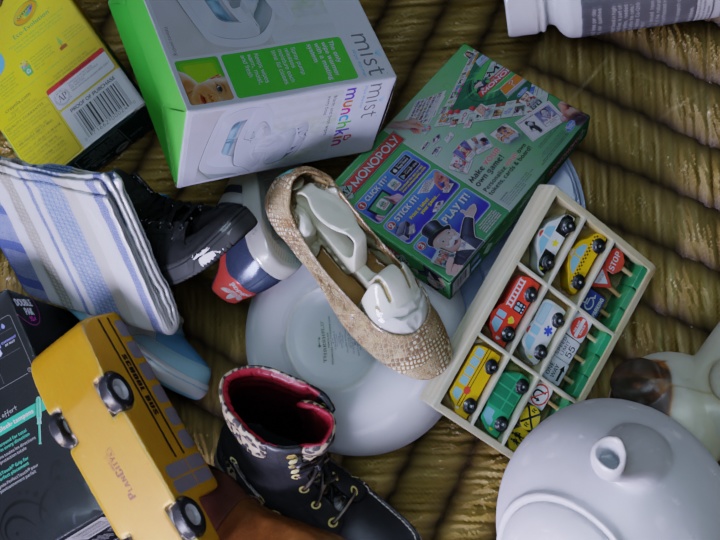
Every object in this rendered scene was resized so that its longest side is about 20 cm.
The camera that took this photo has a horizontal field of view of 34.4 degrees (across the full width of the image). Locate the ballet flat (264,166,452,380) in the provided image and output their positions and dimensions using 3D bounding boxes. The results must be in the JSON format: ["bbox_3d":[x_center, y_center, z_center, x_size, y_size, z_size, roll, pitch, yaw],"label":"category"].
[{"bbox_3d":[0.000,0.000,0.893,0.200,0.065,0.070,46,66,5],"label":"ballet flat"}]

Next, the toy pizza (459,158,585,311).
[{"bbox_3d":[0.095,-0.043,1.007,0.196,0.032,0.204,-2,78,8],"label":"toy pizza"}]

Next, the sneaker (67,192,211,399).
[{"bbox_3d":[-0.181,0.009,1.020,0.199,0.080,0.131,39,88,14],"label":"sneaker"}]

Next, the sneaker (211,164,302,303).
[{"bbox_3d":[-0.098,-0.054,0.993,0.084,0.075,0.202,-36,32,24],"label":"sneaker"}]

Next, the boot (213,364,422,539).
[{"bbox_3d":[-0.035,0.161,0.919,0.198,0.151,0.073,33,60,17],"label":"boot"}]

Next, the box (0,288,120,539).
[{"bbox_3d":[-0.273,0.141,0.970,0.123,0.149,0.202,-30,74,4],"label":"box"}]

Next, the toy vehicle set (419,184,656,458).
[{"bbox_3d":[0.146,0.050,0.945,0.123,0.026,0.202,32,84,-22],"label":"toy vehicle set"}]

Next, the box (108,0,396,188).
[{"bbox_3d":[-0.092,-0.185,0.933,0.174,0.097,0.202,-12,62,-21],"label":"box"}]

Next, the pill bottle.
[{"bbox_3d":[0.218,-0.261,0.990,0.196,0.113,0.115,-8,77,8],"label":"pill bottle"}]

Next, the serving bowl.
[{"bbox_3d":[-0.012,0.055,0.965,0.197,0.066,0.204,-1,87,18],"label":"serving bowl"}]

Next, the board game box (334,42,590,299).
[{"bbox_3d":[0.080,-0.088,0.963,0.134,0.029,0.200,34,67,21],"label":"board game box"}]

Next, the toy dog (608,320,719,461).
[{"bbox_3d":[0.287,0.085,0.894,0.198,0.140,0.196,-26,62,3],"label":"toy dog"}]

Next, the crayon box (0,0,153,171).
[{"bbox_3d":[-0.294,-0.185,1.095,0.126,0.051,0.201,-36,75,0],"label":"crayon box"}]

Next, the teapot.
[{"bbox_3d":[0.167,0.202,0.843,0.196,0.145,0.203,-18,97,47],"label":"teapot"}]

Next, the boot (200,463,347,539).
[{"bbox_3d":[-0.100,0.265,0.909,0.198,0.068,0.191,19,86,42],"label":"boot"}]

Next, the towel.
[{"bbox_3d":[-0.232,-0.025,0.927,0.198,0.149,0.024,11,41,39],"label":"towel"}]

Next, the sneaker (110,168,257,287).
[{"bbox_3d":[-0.172,-0.037,0.922,0.199,0.060,0.105,-26,102,45],"label":"sneaker"}]

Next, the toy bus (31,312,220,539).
[{"bbox_3d":[-0.174,0.136,0.889,0.065,0.078,0.202,-34,82,19],"label":"toy bus"}]
